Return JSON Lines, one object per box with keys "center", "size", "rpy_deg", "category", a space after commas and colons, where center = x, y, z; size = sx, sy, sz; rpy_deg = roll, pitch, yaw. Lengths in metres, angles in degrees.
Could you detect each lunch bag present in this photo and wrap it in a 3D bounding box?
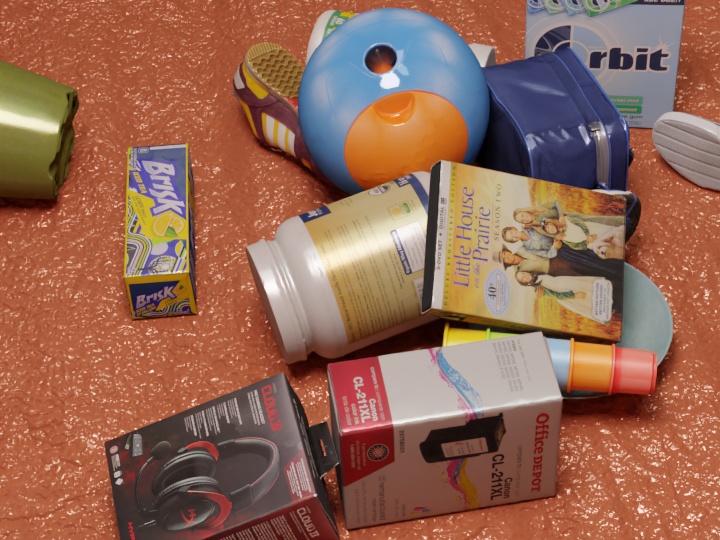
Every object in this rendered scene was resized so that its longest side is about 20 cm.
{"center": [0.209, -0.136, 1.829], "size": [0.131, 0.137, 0.201], "rpy_deg": [-16, 46, -12], "category": "lunch bag"}

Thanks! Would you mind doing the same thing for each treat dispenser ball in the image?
{"center": [0.034, -0.169, 1.792], "size": [0.199, 0.202, 0.202], "rpy_deg": [-2, 45, 2], "category": "treat dispenser ball"}

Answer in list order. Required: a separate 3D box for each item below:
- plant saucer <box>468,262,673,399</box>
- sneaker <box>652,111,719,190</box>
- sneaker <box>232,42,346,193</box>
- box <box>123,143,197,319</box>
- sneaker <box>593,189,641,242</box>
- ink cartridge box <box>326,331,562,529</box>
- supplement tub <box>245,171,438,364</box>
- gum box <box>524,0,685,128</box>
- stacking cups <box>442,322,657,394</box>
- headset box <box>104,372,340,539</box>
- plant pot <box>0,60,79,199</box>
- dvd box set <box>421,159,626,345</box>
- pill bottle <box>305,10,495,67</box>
{"center": [0.205, 0.061, 1.702], "size": [0.199, 0.039, 0.202], "rpy_deg": [-1, 46, 1], "category": "plant saucer"}
{"center": [0.411, -0.122, 1.860], "size": [0.199, 0.073, 0.071], "rpy_deg": [26, 42, 15], "category": "sneaker"}
{"center": [-0.066, -0.155, 1.917], "size": [0.075, 0.090, 0.201], "rpy_deg": [-29, 75, -34], "category": "sneaker"}
{"center": [-0.209, -0.044, 1.812], "size": [0.069, 0.065, 0.201], "rpy_deg": [-5, 44, -2], "category": "box"}
{"center": [0.191, -0.049, 1.731], "size": [0.198, 0.076, 0.077], "rpy_deg": [-12, 33, -24], "category": "sneaker"}
{"center": [0.075, 0.143, 1.550], "size": [0.198, 0.146, 0.083], "rpy_deg": [-8, 47, -5], "category": "ink cartridge box"}
{"center": [0.000, 0.000, 1.691], "size": [0.198, 0.145, 0.145], "rpy_deg": [-20, 47, -7], "category": "supplement tub"}
{"center": [0.264, -0.247, 1.891], "size": [0.168, 0.201, 0.045], "rpy_deg": [4, 45, 6], "category": "gum box"}
{"center": [0.174, 0.089, 1.609], "size": [0.198, 0.061, 0.061], "rpy_deg": [6, 45, 7], "category": "stacking cups"}
{"center": [-0.115, 0.190, 1.533], "size": [0.198, 0.075, 0.149], "rpy_deg": [-21, 46, 3], "category": "headset box"}
{"center": [-0.407, -0.156, 1.867], "size": [0.188, 0.201, 0.201], "rpy_deg": [11, 45, -2], "category": "plant pot"}
{"center": [0.156, -0.016, 1.636], "size": [0.198, 0.029, 0.148], "rpy_deg": [11, 73, -19], "category": "dvd box set"}
{"center": [0.046, -0.223, 1.941], "size": [0.198, 0.113, 0.113], "rpy_deg": [11, 46, 13], "category": "pill bottle"}
